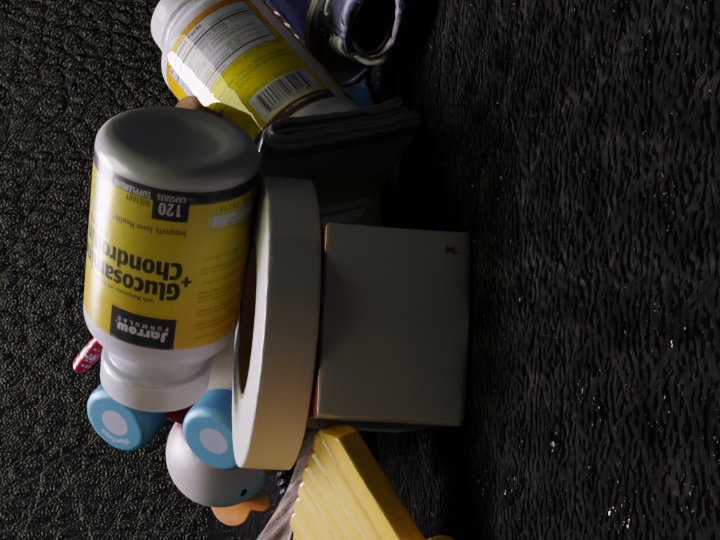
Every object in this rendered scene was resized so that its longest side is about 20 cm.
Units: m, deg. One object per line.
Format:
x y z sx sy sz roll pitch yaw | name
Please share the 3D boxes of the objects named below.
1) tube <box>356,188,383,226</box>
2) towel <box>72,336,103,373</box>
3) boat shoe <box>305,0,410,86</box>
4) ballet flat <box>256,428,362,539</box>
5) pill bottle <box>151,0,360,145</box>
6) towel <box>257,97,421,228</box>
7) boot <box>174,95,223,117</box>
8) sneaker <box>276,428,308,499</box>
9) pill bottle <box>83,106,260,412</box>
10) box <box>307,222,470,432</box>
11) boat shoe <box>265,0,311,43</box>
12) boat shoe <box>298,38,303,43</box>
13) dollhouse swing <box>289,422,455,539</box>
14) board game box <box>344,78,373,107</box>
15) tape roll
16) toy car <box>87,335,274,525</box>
0.000 0.000 1.077 0.052 0.058 0.201 41 -138 -46 | tube
-0.151 -0.002 1.062 0.200 0.022 0.145 -46 1 21 | towel
-0.005 -0.193 1.017 0.200 0.074 0.093 111 167 -56 | boat shoe
-0.029 0.194 1.073 0.067 0.068 0.201 0 54 40 | ballet flat
-0.090 -0.152 1.040 0.200 0.109 0.110 50 147 27 | pill bottle
-0.051 -0.053 0.990 0.031 0.149 0.200 58 138 22 | towel
-0.151 -0.082 1.024 0.200 0.073 0.076 -24 46 65 | boot
-0.034 0.135 1.187 0.093 0.070 0.201 -25 -69 -64 | sneaker
-0.136 -0.004 0.889 0.112 0.111 0.201 -104 21 -58 | pill bottle
0.004 0.047 0.886 0.200 0.097 0.125 142 132 -76 | box
-0.058 -0.259 1.325 0.075 0.092 0.201 -101 18 -53 | boat shoe
-0.061 -0.116 1.142 0.086 0.074 0.203 121 131 -61 | boat shoe
-0.031 0.230 0.776 0.176 0.181 0.201 42 145 20 | dollhouse swing
-0.027 -0.131 1.249 0.200 0.045 0.153 -104 20 -54 | board game box
-0.060 0.035 0.870 0.203 0.037 0.204 -176 90 -79 | tape roll
-0.109 0.141 1.094 0.184 0.176 0.201 -52 -39 -50 | toy car
